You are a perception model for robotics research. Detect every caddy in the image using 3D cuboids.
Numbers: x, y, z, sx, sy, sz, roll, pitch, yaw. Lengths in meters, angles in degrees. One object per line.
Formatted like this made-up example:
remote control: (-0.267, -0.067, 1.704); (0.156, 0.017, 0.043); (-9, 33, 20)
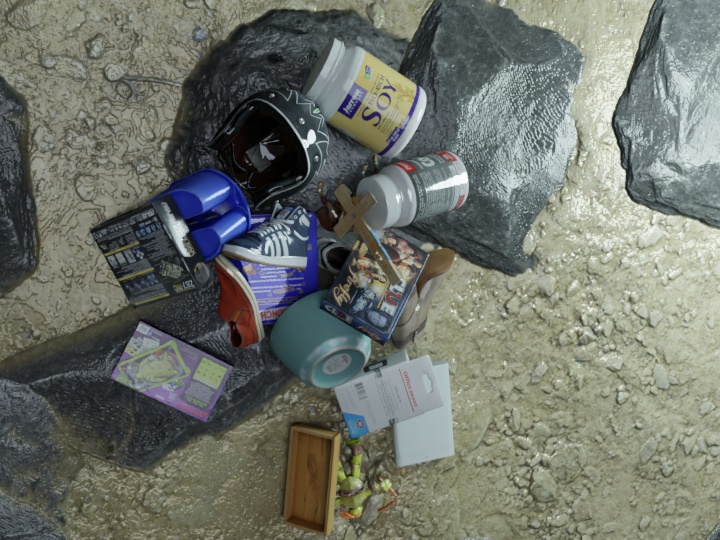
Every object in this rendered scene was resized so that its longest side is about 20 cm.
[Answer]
caddy: (-0.278, -0.092, 1.272); (0.105, 0.197, 0.143); (-45, 115, -48)

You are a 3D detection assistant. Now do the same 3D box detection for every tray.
tray: (-0.096, 0.412, 1.455); (0.097, 0.037, 0.205); (8, 98, 21)

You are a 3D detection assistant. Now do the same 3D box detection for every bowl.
bowl: (-0.059, 0.142, 1.360); (0.197, 0.106, 0.203); (-17, 141, -14)

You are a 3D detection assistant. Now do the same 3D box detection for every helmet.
helmet: (-0.147, -0.219, 1.273); (0.189, 0.200, 0.201); (-37, 107, 3)

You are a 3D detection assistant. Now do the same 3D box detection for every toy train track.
toy train track: (0.020, -0.066, 1.312); (0.032, 0.114, 0.202); (-21, 76, -49)

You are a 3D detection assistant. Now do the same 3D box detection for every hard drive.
hard drive: (0.126, 0.297, 1.527); (0.129, 0.026, 0.204); (-8, 102, -14)

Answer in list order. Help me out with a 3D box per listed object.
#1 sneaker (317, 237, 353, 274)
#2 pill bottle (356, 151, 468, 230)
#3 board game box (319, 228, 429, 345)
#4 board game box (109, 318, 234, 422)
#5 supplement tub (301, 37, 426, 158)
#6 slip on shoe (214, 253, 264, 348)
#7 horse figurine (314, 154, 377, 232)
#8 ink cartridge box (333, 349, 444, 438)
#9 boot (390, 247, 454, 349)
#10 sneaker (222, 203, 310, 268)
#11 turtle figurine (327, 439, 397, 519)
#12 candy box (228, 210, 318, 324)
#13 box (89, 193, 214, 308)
sneaker: (0.000, 0.000, 1.417); (0.197, 0.080, 0.075); (20, 91, -19)
pill bottle: (0.096, -0.148, 1.369); (0.197, 0.113, 0.116); (-19, 105, -33)
board game box: (0.029, 0.018, 1.337); (0.134, 0.035, 0.202); (29, 58, -1)
board game box: (-0.351, 0.189, 1.378); (0.198, 0.032, 0.122); (29, 86, -17)
supplement tub: (0.005, -0.312, 1.331); (0.198, 0.145, 0.147); (28, 91, -18)
slip on shoe: (-0.216, 0.059, 1.260); (0.061, 0.074, 0.202); (-31, 136, -23)
horse figurine: (-0.010, -0.127, 1.395); (0.198, 0.050, 0.135); (-31, 124, -26)
ink cartridge box: (0.055, 0.237, 1.453); (0.196, 0.067, 0.118); (-19, 102, 2)
boot: (0.119, 0.059, 1.458); (0.199, 0.070, 0.149); (-32, 135, -38)
sneaker: (-0.155, -0.065, 1.253); (0.199, 0.069, 0.111); (7, 95, -58)
turtle figurine: (-0.030, 0.436, 1.484); (0.196, 0.064, 0.165); (-13, 95, 0)
candy box: (-0.166, -0.007, 1.371); (0.166, 0.077, 0.205); (-3, 99, -16)
box: (-0.360, -0.028, 1.261); (0.049, 0.198, 0.163); (-40, 110, -49)
